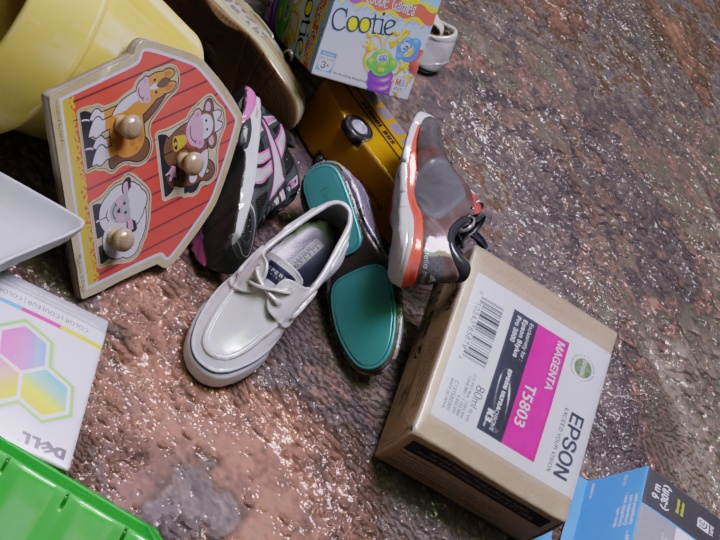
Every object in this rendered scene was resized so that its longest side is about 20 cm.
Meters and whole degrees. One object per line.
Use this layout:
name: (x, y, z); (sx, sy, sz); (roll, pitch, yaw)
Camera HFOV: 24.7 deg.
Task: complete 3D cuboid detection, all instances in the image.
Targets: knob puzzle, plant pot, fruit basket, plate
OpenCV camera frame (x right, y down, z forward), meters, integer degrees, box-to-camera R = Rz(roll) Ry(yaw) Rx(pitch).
knob puzzle: (-0.161, -0.091, 1.331); (0.030, 0.222, 0.219); (18, 24, 36)
plant pot: (-0.240, -0.186, 1.358); (0.188, 0.200, 0.202); (31, 38, -38)
fruit basket: (-0.240, 0.222, 1.046); (0.213, 0.155, 0.218); (0, 91, -13)
plate: (-0.337, -0.032, 1.200); (0.199, 0.033, 0.199); (27, 33, 24)

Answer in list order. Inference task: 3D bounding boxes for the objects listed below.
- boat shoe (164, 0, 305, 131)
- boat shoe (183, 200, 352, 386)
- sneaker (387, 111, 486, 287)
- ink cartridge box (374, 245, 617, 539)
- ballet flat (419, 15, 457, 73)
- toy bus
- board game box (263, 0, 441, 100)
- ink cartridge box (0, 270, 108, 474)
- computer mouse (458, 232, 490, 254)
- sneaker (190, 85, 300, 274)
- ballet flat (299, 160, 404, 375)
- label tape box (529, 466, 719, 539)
boat shoe: (-0.110, -0.219, 1.572); (0.062, 0.073, 0.201); (-24, 71, -45)
boat shoe: (-0.075, 0.011, 1.367); (0.073, 0.065, 0.200); (35, 56, 4)
sneaker: (0.070, -0.057, 1.456); (0.081, 0.077, 0.201); (8, 48, -4)
ink cartridge box: (0.121, 0.106, 1.428); (0.164, 0.075, 0.201); (30, 57, -14)
ballet flat: (0.022, -0.292, 1.753); (0.199, 0.070, 0.070); (36, 40, -7)
toy bus: (0.020, -0.092, 1.571); (0.078, 0.065, 0.201); (-20, 69, -49)
board game box: (-0.012, -0.250, 1.585); (0.104, 0.104, 0.200); (13, 17, -21)
ink cartridge box: (-0.255, 0.101, 1.173); (0.103, 0.059, 0.201); (27, 42, -18)
computer mouse: (0.121, 0.032, 1.530); (0.059, 0.034, 0.201); (-43, 106, -38)
sneaker: (-0.091, -0.075, 1.459); (0.086, 0.080, 0.201); (33, 45, -28)
ballet flat: (0.000, 0.000, 1.468); (0.072, 0.072, 0.202); (-1, 68, -40)
label tape box: (0.251, 0.254, 1.450); (0.199, 0.063, 0.145); (36, 39, -8)
